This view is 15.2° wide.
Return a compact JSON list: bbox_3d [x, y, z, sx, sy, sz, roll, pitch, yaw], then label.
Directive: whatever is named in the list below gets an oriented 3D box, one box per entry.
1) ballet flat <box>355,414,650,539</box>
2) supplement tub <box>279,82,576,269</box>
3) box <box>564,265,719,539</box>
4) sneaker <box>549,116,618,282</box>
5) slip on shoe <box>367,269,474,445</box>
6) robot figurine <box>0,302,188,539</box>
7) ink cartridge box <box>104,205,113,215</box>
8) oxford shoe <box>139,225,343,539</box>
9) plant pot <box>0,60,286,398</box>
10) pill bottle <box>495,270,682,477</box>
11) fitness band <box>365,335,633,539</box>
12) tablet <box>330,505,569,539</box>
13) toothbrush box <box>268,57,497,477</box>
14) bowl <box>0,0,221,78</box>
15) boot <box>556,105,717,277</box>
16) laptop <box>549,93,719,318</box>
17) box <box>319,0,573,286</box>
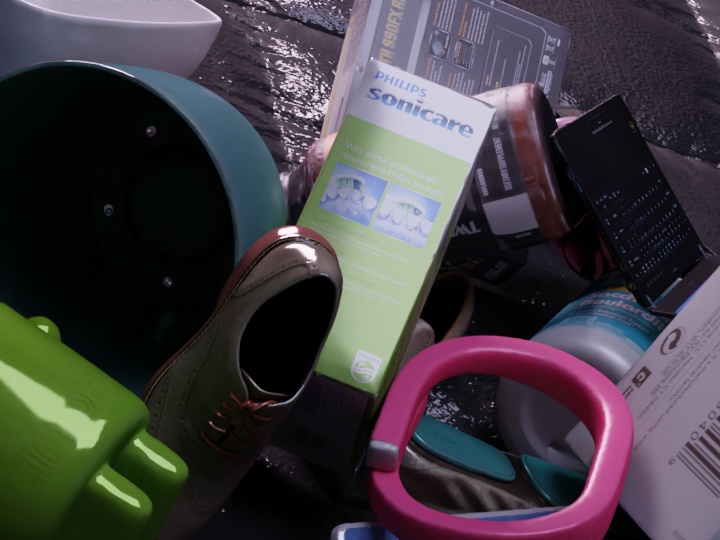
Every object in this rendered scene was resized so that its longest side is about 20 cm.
[{"bbox_3d":[0.084,0.141,1.639,0.200,0.062,0.067,25,23,-24],"label":"ballet flat"},{"bbox_3d":[0.034,-0.049,1.767,0.107,0.200,0.107,-15,90,-78],"label":"supplement tub"},{"bbox_3d":[0.268,0.108,1.586,0.171,0.199,0.200,39,5,-25],"label":"box"},{"bbox_3d":[0.162,-0.027,1.879,0.200,0.079,0.095,38,42,-53],"label":"sneaker"},{"bbox_3d":[0.019,0.052,1.720,0.076,0.061,0.200,38,29,16],"label":"slip on shoe"},{"bbox_3d":[-0.192,0.084,1.414,0.200,0.116,0.175,33,33,7],"label":"robot figurine"},{"bbox_3d":[-0.215,-0.072,1.732,0.200,0.039,0.099,9,33,-35],"label":"ink cartridge box"},{"bbox_3d":[-0.073,0.070,1.455,0.070,0.200,0.075,25,9,-15],"label":"oxford shoe"},{"bbox_3d":[-0.135,-0.027,1.582,0.201,0.201,0.161,36,17,11],"label":"plant pot"},{"bbox_3d":[0.172,0.065,1.789,0.111,0.111,0.200,35,28,10],"label":"pill bottle"},{"bbox_3d":[0.081,0.101,1.537,0.144,0.037,0.200,13,31,8],"label":"fitness band"},{"bbox_3d":[0.073,0.200,1.532,0.200,0.014,0.130,0,66,-42],"label":"tablet"},{"bbox_3d":[0.000,0.000,1.596,0.086,0.146,0.200,21,66,2],"label":"toothbrush box"},{"bbox_3d":[-0.219,-0.172,1.817,0.200,0.075,0.200,31,19,34],"label":"bowl"},{"bbox_3d":[0.165,-0.039,2.007,0.200,0.069,0.174,-19,62,-46],"label":"boot"},{"bbox_3d":[0.233,-0.037,1.773,0.200,0.103,0.177,61,22,-1],"label":"laptop"},{"bbox_3d":[0.057,-0.107,1.926,0.158,0.048,0.200,20,63,-15],"label":"box"}]
